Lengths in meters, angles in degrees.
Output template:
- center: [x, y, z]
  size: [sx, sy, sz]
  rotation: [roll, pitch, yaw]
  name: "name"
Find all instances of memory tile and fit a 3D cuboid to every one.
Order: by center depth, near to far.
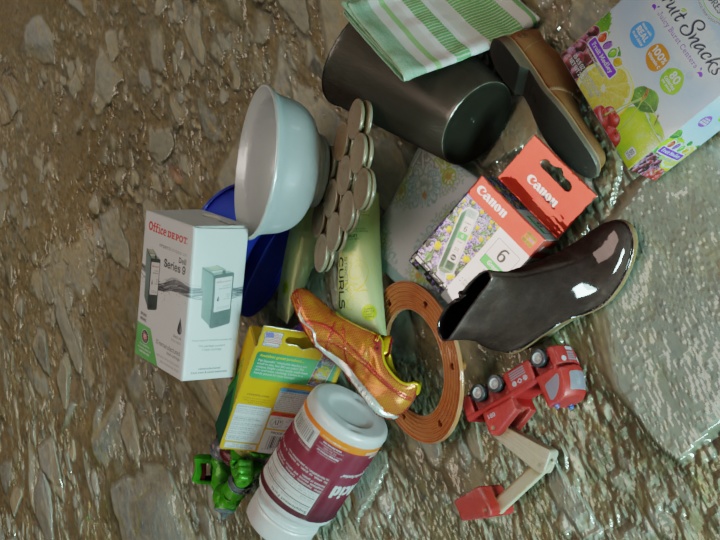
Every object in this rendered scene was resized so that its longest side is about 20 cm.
- center: [-0.023, -0.103, 1.290]
  size: [0.200, 0.017, 0.154]
  rotation: [126, 144, -54]
  name: "memory tile"

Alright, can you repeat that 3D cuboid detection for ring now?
- center: [0.071, 0.111, 1.265]
  size: [0.200, 0.019, 0.202]
  rotation: [23, 117, 57]
  name: "ring"

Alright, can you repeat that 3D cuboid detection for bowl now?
- center: [-0.096, -0.134, 1.343]
  size: [0.201, 0.090, 0.202]
  rotation: [-173, 90, -69]
  name: "bowl"

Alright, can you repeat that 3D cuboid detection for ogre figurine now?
- center: [-0.181, 0.257, 1.463]
  size: [0.200, 0.098, 0.120]
  rotation: [52, 128, 42]
  name: "ogre figurine"

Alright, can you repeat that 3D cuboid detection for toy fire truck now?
- center: [0.179, 0.186, 1.171]
  size: [0.200, 0.049, 0.142]
  rotation: [-36, 61, 33]
  name: "toy fire truck"

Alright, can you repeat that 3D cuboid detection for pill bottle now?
- center: [-0.060, 0.256, 1.342]
  size: [0.114, 0.114, 0.201]
  rotation: [48, 116, 37]
  name: "pill bottle"

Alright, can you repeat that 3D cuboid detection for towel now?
- center: [0.096, -0.306, 1.242]
  size: [0.153, 0.199, 0.023]
  rotation: [53, 155, 31]
  name: "towel"
- center: [0.105, -0.043, 1.281]
  size: [0.200, 0.048, 0.172]
  rotation: [42, 109, 39]
  name: "towel"

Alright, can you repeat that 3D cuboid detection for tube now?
- center: [0.000, 0.000, 1.307]
  size: [0.058, 0.052, 0.201]
  rotation: [158, 114, -68]
  name: "tube"
- center: [-0.082, -0.029, 1.432]
  size: [0.052, 0.058, 0.201]
  rotation: [17, 93, 26]
  name: "tube"

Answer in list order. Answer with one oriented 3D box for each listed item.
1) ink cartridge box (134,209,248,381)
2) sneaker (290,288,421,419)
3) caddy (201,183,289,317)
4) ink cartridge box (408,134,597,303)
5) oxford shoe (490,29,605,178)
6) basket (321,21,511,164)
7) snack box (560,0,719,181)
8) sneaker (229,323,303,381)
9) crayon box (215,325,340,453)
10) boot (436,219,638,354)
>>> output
- center: [-0.224, 0.027, 1.360]
  size: [0.146, 0.084, 0.201]
  rotation: [17, 104, 51]
  name: "ink cartridge box"
- center: [-0.005, 0.089, 1.263]
  size: [0.200, 0.073, 0.077]
  rotation: [45, 96, 7]
  name: "sneaker"
- center: [-0.182, -0.029, 1.486]
  size: [0.105, 0.141, 0.201]
  rotation: [39, 109, 36]
  name: "caddy"
- center: [0.158, -0.046, 1.170]
  size: [0.109, 0.050, 0.200]
  rotation: [48, 112, 20]
  name: "ink cartridge box"
- center: [0.229, -0.197, 1.177]
  size: [0.201, 0.071, 0.071]
  rotation: [61, 165, 16]
  name: "oxford shoe"
- center: [0.079, -0.230, 1.278]
  size: [0.180, 0.136, 0.200]
  rotation: [-47, 57, -2]
  name: "basket"
- center: [0.331, -0.223, 1.078]
  size: [0.200, 0.067, 0.169]
  rotation: [-41, 57, 29]
  name: "snack box"
- center: [-0.108, 0.119, 1.428]
  size: [0.200, 0.088, 0.081]
  rotation: [-35, 59, 32]
  name: "sneaker"
- center: [-0.102, 0.149, 1.364]
  size: [0.052, 0.125, 0.201]
  rotation: [-114, 40, -55]
  name: "crayon box"
- center: [0.191, 0.016, 1.104]
  size: [0.200, 0.166, 0.072]
  rotation: [-50, 53, 26]
  name: "boot"
